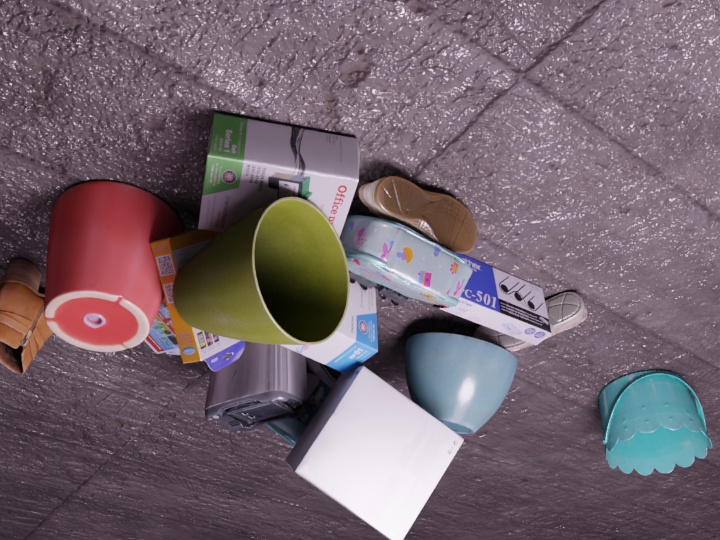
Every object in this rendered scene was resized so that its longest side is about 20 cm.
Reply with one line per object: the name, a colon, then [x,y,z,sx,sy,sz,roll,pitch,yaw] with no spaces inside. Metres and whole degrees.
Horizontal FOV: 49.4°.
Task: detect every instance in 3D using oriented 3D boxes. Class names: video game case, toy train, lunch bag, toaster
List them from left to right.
video game case: [-0.279,0.072,1.270,0.198,0.018,0.143,-13,138,14]
toaster: [-0.164,0.181,1.298,0.199,0.130,0.114,-19,147,24]
toy train: [0.000,0.000,1.233,0.199,0.046,0.034,28,136,-33]
lunch bag: [0.054,-0.011,1.148,0.199,0.078,0.160,26,171,-27]

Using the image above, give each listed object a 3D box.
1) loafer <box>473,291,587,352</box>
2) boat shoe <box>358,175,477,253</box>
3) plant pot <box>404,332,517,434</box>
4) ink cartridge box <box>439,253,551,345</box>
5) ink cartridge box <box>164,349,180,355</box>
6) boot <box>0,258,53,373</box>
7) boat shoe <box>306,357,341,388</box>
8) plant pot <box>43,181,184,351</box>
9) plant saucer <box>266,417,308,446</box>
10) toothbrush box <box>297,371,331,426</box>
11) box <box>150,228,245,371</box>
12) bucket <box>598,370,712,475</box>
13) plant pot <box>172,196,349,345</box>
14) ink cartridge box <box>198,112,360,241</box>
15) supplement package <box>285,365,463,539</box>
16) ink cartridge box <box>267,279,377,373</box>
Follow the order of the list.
loafer: [0.297,0.101,1.352,0.199,0.072,0.063,-23,143,19]
boat shoe: [0.086,-0.081,1.132,0.199,0.073,0.065,22,171,-33]
plant pot: [0.164,0.207,1.365,0.198,0.136,0.200,12,159,5]
ink cartridge box: [0.213,0.044,1.256,0.199,0.095,0.044,20,136,-25]
ink cartridge box: [-0.232,0.083,1.326,0.198,0.044,0.197,8,139,-6]
boot: [-0.507,0.096,1.239,0.076,0.156,0.201,-10,140,9]
boat shoe: [-0.053,0.172,1.423,0.068,0.072,0.200,-44,131,-7]
plant pot: [-0.361,0.004,1.119,0.198,0.178,0.201,-1,140,0]
plant saucer: [-0.105,0.300,1.398,0.199,0.028,0.200,31,163,10]
toothbrush box: [-0.094,0.255,1.450,0.146,0.086,0.200,22,160,41]
box: [-0.228,0.042,1.135,0.041,0.119,0.202,-8,99,29]
bucket: [0.572,0.299,1.545,0.205,0.136,0.208,-2,141,-1]
plant pot: [-0.147,0.017,1.035,0.199,0.189,0.187,-13,142,35]
ink cartridge box: [-0.110,-0.117,1.057,0.198,0.085,0.147,8,140,-11]
supplement package: [0.017,0.287,1.248,0.199,0.192,0.147,36,167,-6]
ink cartridge box: [-0.074,0.050,1.211,0.199,0.145,0.085,27,133,-30]
